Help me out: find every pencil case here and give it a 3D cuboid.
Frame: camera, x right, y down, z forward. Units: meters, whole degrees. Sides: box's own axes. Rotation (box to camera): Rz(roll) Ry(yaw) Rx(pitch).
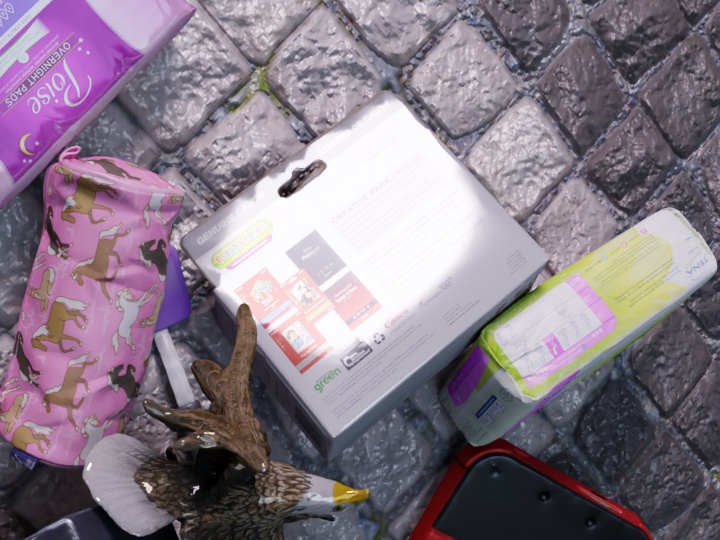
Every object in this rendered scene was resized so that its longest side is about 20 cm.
[{"bbox_3d":[-0.176,0.024,0.678,0.086,0.082,0.202,4,106,-53],"label":"pencil case"}]

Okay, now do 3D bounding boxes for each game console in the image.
[{"bbox_3d":[0.132,0.250,0.881,0.199,0.031,0.178,30,95,-14],"label":"game console"}]

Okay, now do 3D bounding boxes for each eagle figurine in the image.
[{"bbox_3d":[-0.065,0.152,0.657,0.152,0.150,0.201,-47,149,-37],"label":"eagle figurine"}]

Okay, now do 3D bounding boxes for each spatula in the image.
[{"bbox_3d":[-0.130,0.080,0.755,0.056,0.021,0.202,-20,107,-15],"label":"spatula"}]

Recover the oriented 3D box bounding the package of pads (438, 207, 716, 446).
[{"bbox_3d":[0.164,0.045,0.816,0.199,0.155,0.068,-32,75,-19],"label":"package of pads"}]

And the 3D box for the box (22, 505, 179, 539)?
[{"bbox_3d":[-0.184,0.265,0.622,0.195,0.117,0.202,-27,81,14],"label":"box"}]

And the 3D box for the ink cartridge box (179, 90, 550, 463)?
[{"bbox_3d":[0.000,0.000,0.754,0.199,0.084,0.176,-37,76,-16],"label":"ink cartridge box"}]

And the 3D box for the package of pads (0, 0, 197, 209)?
[{"bbox_3d":[-0.209,-0.138,0.655,0.200,0.076,0.121,-48,113,-12],"label":"package of pads"}]
